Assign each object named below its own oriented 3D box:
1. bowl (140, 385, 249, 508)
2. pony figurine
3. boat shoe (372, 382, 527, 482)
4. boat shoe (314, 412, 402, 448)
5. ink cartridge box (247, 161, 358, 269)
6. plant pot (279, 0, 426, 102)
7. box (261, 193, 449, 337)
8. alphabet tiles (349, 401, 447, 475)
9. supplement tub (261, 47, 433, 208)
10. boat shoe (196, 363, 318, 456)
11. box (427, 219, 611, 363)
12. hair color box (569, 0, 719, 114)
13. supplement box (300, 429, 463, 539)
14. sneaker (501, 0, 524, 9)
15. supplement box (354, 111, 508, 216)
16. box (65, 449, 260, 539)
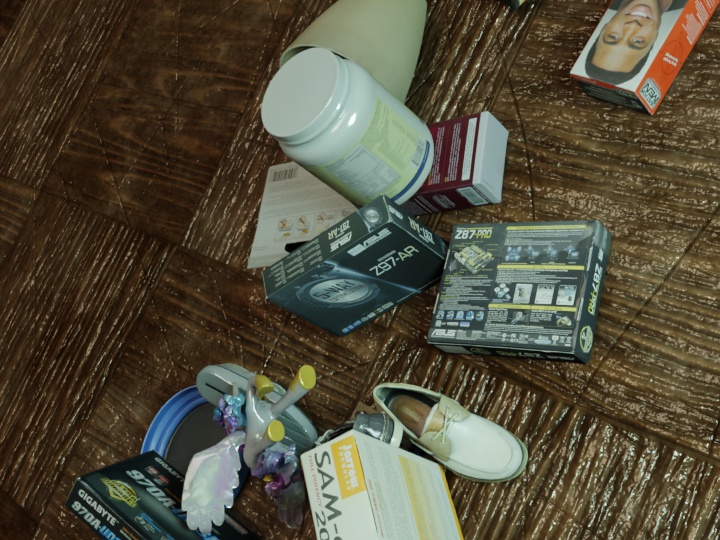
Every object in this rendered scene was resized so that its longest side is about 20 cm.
[{"bbox_3d":[-0.233,0.263,1.369,0.200,0.039,0.201,-19,57,32],"label":"bowl"},{"bbox_3d":[-0.123,0.219,1.184,0.200,0.166,0.194,-28,60,55],"label":"pony figurine"},{"bbox_3d":[0.095,0.185,1.114,0.200,0.068,0.075,18,75,36],"label":"boat shoe"},{"bbox_3d":[-0.020,0.203,1.160,0.200,0.063,0.073,-31,39,59],"label":"boat shoe"},{"bbox_3d":[-0.065,-0.083,1.408,0.199,0.044,0.174,-6,65,37],"label":"ink cartridge box"},{"bbox_3d":[0.013,-0.329,1.396,0.187,0.187,0.200,10,60,42],"label":"plant pot"},{"bbox_3d":[0.000,0.000,1.231,0.200,0.160,0.044,-31,52,23],"label":"box"},{"bbox_3d":[0.023,0.253,1.188,0.166,0.006,0.200,24,85,44],"label":"alphabet tiles"},{"bbox_3d":[-0.015,-0.176,1.222,0.145,0.200,0.145,-20,56,32],"label":"supplement tub"},{"bbox_3d":[-0.128,0.176,1.304,0.200,0.067,0.074,31,120,21],"label":"boat shoe"},{"bbox_3d":[0.186,0.022,1.145,0.199,0.049,0.162,0,70,39],"label":"box"},{"bbox_3d":[0.353,-0.298,1.165,0.101,0.061,0.200,29,88,43],"label":"hair color box"},{"bbox_3d":[0.029,0.261,1.038,0.073,0.200,0.126,-29,56,21],"label":"supplement box"},{"bbox_3d":[0.208,-0.451,1.367,0.090,0.070,0.200,-31,50,4],"label":"sneaker"},{"bbox_3d":[0.093,-0.136,1.293,0.199,0.061,0.109,-6,64,36],"label":"supplement box"},{"bbox_3d":[-0.248,0.319,1.221,0.200,0.159,0.046,34,106,20],"label":"box"}]
